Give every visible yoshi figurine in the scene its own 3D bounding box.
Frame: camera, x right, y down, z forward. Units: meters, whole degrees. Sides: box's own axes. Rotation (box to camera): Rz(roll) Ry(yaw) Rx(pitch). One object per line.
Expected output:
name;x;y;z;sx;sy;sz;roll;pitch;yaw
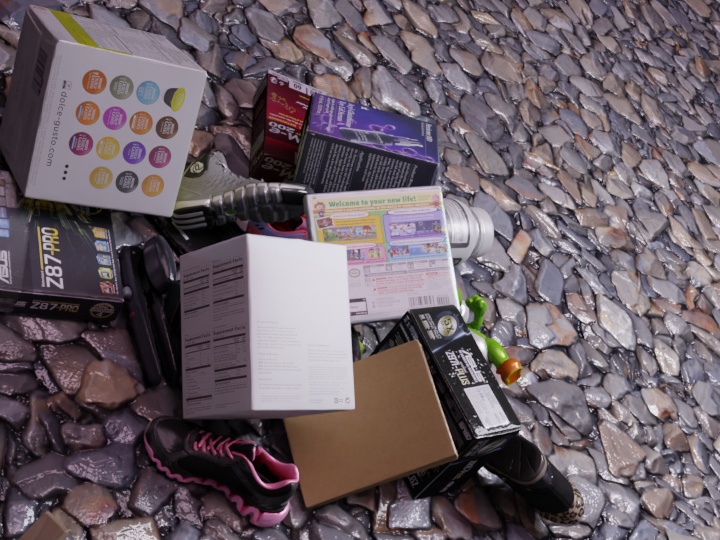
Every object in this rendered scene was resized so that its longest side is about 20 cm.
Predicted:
yoshi figurine;0.146;0.091;1.687;0.112;0.112;0.200;-17;61;-36

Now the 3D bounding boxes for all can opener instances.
can opener;-0.269;0.054;1.457;0.063;0.079;0.201;5;62;-32

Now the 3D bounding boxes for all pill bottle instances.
pill bottle;0.109;-0.058;1.791;0.199;0.111;0.111;-2;54;-37

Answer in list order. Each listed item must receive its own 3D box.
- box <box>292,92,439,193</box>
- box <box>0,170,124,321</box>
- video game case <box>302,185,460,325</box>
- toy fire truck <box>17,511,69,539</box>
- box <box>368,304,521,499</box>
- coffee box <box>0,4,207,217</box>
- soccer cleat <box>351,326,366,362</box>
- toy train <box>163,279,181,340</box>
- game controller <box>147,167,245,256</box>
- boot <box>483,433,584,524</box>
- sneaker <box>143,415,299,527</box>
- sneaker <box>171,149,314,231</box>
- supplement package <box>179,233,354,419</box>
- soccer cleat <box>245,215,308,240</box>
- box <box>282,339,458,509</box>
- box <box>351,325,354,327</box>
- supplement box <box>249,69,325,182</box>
box;0.009;-0.164;1.676;0.199;0.105;0.148;13;30;-7
box;-0.392;-0.032;1.454;0.161;0.049;0.201;7;48;-28
video game case;0.029;-0.021;1.567;0.199;0.022;0.183;-5;79;-17
toy fire truck;-0.407;0.281;1.113;0.176;0.129;0.200;52;31;17
box;0.099;0.174;1.530;0.086;0.164;0.200;-4;55;-38
coffee box;-0.338;-0.207;1.489;0.197;0.201;0.200;8;19;-30
soccer cleat;-0.036;0.148;1.537;0.081;0.068;0.201;10;47;-12
toy train;-0.163;0.053;1.521;0.199;0.085;0.114;-12;51;-42
game controller;-0.230;-0.062;1.615;0.104;0.042;0.200;-32;74;-33
boot;0.215;0.267;1.586;0.151;0.073;0.200;45;-11;-34
sneaker;-0.158;0.220;1.357;0.199;0.095;0.079;30;43;-7
sneaker;-0.167;-0.125;1.592;0.199;0.075;0.116;-6;55;-7
supplement package;-0.114;0.073;1.378;0.151;0.150;0.201;6;77;-40
soccer cleat;-0.071;-0.045;1.675;0.199;0.077;0.067;13;47;-25
box;0.005;0.193;1.443;0.199;0.021;0.164;-20;63;5
box;0.000;0.000;1.619;0.199;0.036;0.144;-24;53;-22
supplement box;-0.113;-0.217;1.816;0.108;0.061;0.201;18;46;-22
